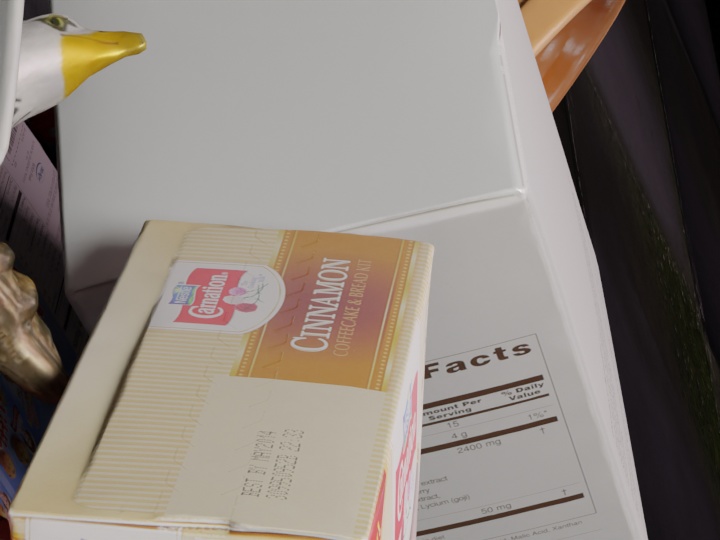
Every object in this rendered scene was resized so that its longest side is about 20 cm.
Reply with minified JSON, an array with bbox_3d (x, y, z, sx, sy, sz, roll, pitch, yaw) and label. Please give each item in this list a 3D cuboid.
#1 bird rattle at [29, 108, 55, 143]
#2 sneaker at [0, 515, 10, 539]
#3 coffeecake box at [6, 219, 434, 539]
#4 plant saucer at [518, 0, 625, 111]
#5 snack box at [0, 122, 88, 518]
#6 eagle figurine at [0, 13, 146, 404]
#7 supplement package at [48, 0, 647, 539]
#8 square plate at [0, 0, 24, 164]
[{"bbox_3d":[-0.031,-0.077,1.011,0.113,0.163,0.200,57,3,3],"label":"bird rattle"},{"bbox_3d":[-0.128,0.103,0.596,0.200,0.078,0.116,22,62,-60],"label":"sneaker"},{"bbox_3d":[-0.028,0.110,0.660,0.154,0.073,0.201,-74,167,-67],"label":"coffeecake box"},{"bbox_3d":[0.018,-0.035,1.015,0.037,0.200,0.200,40,12,6],"label":"plant saucer"},{"bbox_3d":[-0.108,0.022,0.816,0.072,0.024,0.200,59,18,-26],"label":"snack box"},{"bbox_3d":[-0.124,-0.039,0.685,0.200,0.150,0.152,43,-64,55],"label":"eagle figurine"},{"bbox_3d":[0.000,0.000,0.814,0.200,0.119,0.122,68,13,-53],"label":"supplement package"},{"bbox_3d":[-0.153,-0.105,0.535,0.200,0.197,0.028,-90,-155,-46],"label":"square plate"}]
